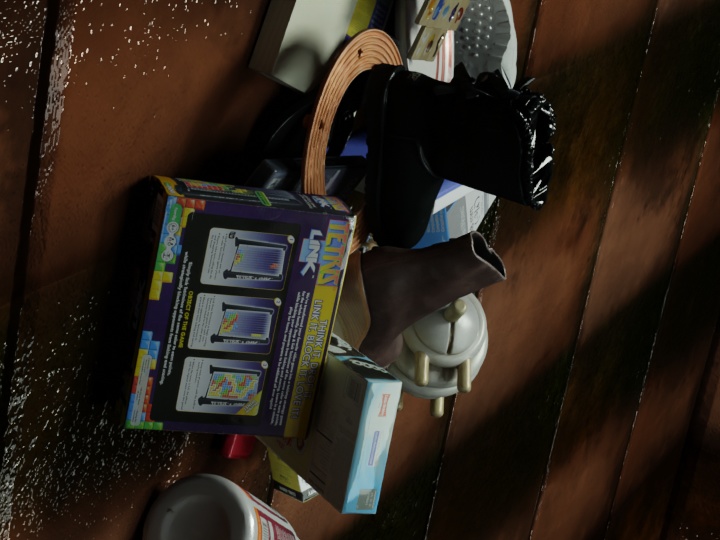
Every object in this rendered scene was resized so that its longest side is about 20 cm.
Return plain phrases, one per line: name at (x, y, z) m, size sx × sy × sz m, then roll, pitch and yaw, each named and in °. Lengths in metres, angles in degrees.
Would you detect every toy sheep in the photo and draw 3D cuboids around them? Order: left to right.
toy sheep at (0.077, 0.076, 1.982) m, size 0.138 × 0.137 × 0.200 m, roll -58°, pitch -173°, yaw -29°

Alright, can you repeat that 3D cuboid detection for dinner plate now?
dinner plate at (0.060, -0.227, 1.794) m, size 0.200 × 0.024 × 0.202 m, roll -1°, pitch 90°, yaw -73°

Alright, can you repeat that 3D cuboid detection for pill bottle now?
pill bottle at (-0.119, 0.263, 1.714) m, size 0.110 × 0.109 × 0.200 m, roll -66°, pitch 158°, yaw -12°

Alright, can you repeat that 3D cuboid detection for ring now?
ring at (-0.009, -0.110, 1.599) m, size 0.200 × 0.019 × 0.202 m, roll -43°, pitch 139°, yaw -53°

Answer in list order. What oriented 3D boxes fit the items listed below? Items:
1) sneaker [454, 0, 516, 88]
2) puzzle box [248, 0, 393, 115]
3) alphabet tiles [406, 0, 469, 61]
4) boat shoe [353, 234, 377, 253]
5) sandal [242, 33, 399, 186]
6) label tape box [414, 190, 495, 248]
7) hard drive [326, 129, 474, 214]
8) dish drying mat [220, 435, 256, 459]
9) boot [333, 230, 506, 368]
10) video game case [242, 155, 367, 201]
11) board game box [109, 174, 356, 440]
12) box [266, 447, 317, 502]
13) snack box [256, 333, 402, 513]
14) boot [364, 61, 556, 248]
sneaker at (0.132, -0.257, 1.954) m, size 0.201 × 0.076 × 0.081 m, roll 82°, pitch 23°, yaw -57°
puzzle box at (-0.029, -0.219, 1.642) m, size 0.200 × 0.025 × 0.134 m, roll 19°, pitch 90°, yaw -69°
alphabet tiles at (0.098, -0.286, 1.706) m, size 0.201 × 0.006 × 0.166 m, roll -65°, pitch 170°, yaw 12°
boat shoe at (0.000, 0.000, 1.807) m, size 0.200 × 0.072 × 0.073 m, roll -31°, pitch 133°, yaw -71°
sandal at (-0.027, -0.132, 1.635) m, size 0.200 × 0.045 × 0.075 m, roll -44°, pitch 160°, yaw -15°
label tape box at (0.082, -0.077, 1.974) m, size 0.201 × 0.063 × 0.145 m, roll -57°, pitch 154°, yaw -31°
hard drive at (0.056, -0.108, 1.793) m, size 0.200 × 0.131 × 0.026 m, roll -31°, pitch 137°, yaw -58°
dish drying mat at (-0.088, 0.082, 1.760) m, size 0.077 × 0.018 × 0.202 m, roll 24°, pitch 84°, yaw -72°
boot at (0.055, 0.030, 1.672) m, size 0.200 × 0.165 × 0.073 m, roll 47°, pitch 32°, yaw -63°
video game case at (-0.076, -0.041, 1.613) m, size 0.143 × 0.019 × 0.200 m, roll -51°, pitch 165°, yaw 19°
board game box at (-0.105, 0.032, 1.503) m, size 0.164 × 0.057 × 0.202 m, roll 6°, pitch 108°, yaw -24°
box at (-0.057, 0.109, 1.720) m, size 0.075 × 0.050 × 0.202 m, roll -24°, pitch 115°, yaw -34°
snack box at (-0.036, 0.116, 1.580) m, size 0.037 × 0.200 × 0.117 m, roll 4°, pitch 105°, yaw -29°
boot at (0.088, -0.087, 1.603) m, size 0.073 × 0.161 × 0.200 m, roll -47°, pitch 143°, yaw -47°
